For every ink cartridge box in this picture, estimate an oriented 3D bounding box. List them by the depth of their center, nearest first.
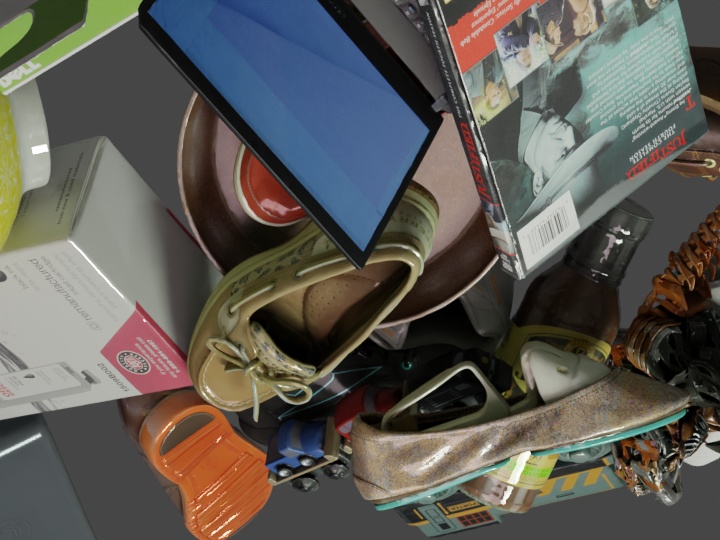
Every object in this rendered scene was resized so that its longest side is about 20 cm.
[{"bbox_3d":[-0.155,-0.139,1.257,0.148,0.200,0.076,-27,130,29],"label":"ink cartridge box"},{"bbox_3d":[-0.201,0.012,1.487,0.199,0.083,0.147,-12,136,31],"label":"ink cartridge box"}]

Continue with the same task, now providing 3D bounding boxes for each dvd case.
[{"bbox_3d":[0.104,-0.112,1.259,0.022,0.146,0.200,28,148,46],"label":"dvd case"}]

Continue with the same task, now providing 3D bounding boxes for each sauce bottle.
[{"bbox_3d":[0.115,0.047,1.491,0.065,0.065,0.200,19,106,-16],"label":"sauce bottle"}]

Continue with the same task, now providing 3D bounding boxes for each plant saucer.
[{"bbox_3d":[-0.004,-0.064,1.406,0.199,0.035,0.201,-1,113,-1],"label":"plant saucer"}]

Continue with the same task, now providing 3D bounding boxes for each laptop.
[{"bbox_3d":[0.017,-0.140,1.233,0.200,0.103,0.177,-38,113,10],"label":"laptop"}]

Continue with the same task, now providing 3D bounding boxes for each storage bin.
[{"bbox_3d":[-0.261,0.146,1.637,0.134,0.146,0.200,-24,137,-10],"label":"storage bin"}]

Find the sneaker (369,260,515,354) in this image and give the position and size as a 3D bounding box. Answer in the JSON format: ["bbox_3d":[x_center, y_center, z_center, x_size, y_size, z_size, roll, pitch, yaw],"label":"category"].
[{"bbox_3d":[0.000,0.000,1.477,0.199,0.092,0.076,10,138,-5],"label":"sneaker"}]

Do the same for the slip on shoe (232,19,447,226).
[{"bbox_3d":[0.008,-0.095,1.344,0.200,0.061,0.074,-38,110,15],"label":"slip on shoe"}]

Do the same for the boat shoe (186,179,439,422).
[{"bbox_3d":[-0.033,0.024,1.379,0.073,0.063,0.200,29,129,-20],"label":"boat shoe"}]

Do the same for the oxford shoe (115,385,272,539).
[{"bbox_3d":[-0.111,0.117,1.644,0.071,0.073,0.200,-39,150,-12],"label":"oxford shoe"}]

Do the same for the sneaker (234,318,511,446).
[{"bbox_3d":[0.001,0.058,1.554,0.199,0.076,0.079,-16,132,19],"label":"sneaker"}]

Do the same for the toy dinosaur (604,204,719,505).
[{"bbox_3d":[0.196,0.058,1.465,0.136,0.102,0.200,31,149,35],"label":"toy dinosaur"}]

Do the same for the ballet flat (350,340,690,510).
[{"bbox_3d":[0.086,0.080,1.419,0.199,0.068,0.067,-17,96,4],"label":"ballet flat"}]

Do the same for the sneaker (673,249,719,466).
[{"bbox_3d":[0.224,0.034,1.527,0.088,0.075,0.200,24,128,-5],"label":"sneaker"}]

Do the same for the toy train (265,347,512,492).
[{"bbox_3d":[0.009,0.091,1.509,0.046,0.034,0.200,32,137,-32],"label":"toy train"}]

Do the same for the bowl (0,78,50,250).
[{"bbox_3d":[-0.232,-0.074,1.364,0.107,0.200,0.200,-13,141,-18],"label":"bowl"}]

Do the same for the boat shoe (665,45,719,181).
[{"bbox_3d":[0.189,-0.086,1.389,0.199,0.070,0.070,14,130,1],"label":"boat shoe"}]

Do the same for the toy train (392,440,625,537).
[{"bbox_3d":[0.100,0.112,1.607,0.199,0.085,0.114,-16,146,18],"label":"toy train"}]
